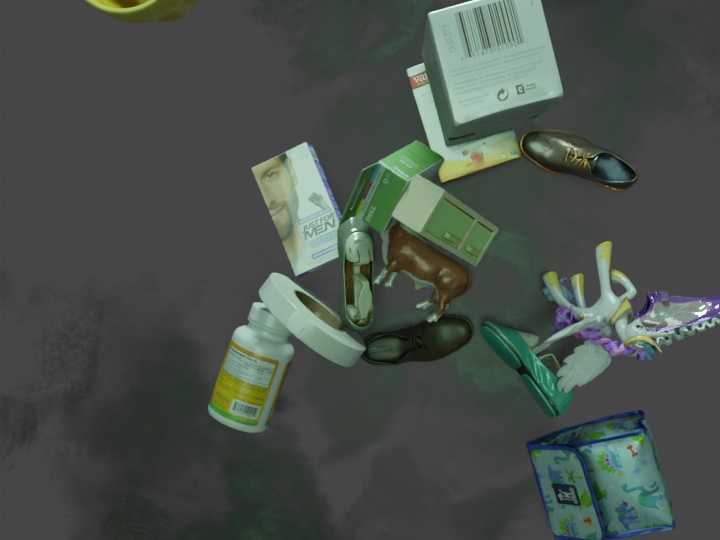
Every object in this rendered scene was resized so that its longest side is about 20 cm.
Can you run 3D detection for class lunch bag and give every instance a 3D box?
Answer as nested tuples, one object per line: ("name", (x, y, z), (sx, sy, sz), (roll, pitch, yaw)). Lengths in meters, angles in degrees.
("lunch bag", (0.385, 0.339, 1.272), (0.198, 0.127, 0.172), (-16, 92, 21))

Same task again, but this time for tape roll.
("tape roll", (-0.078, 0.079, 1.279), (0.202, 0.203, 0.037), (40, 96, 4))

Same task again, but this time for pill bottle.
("pill bottle", (-0.178, 0.163, 1.342), (0.110, 0.111, 0.202), (21, 95, 6))

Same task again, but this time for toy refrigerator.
("toy refrigerator", (0.140, -0.075, 1.241), (0.070, 0.199, 0.076), (35, 96, 35))

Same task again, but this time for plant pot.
("plant pot", (-0.355, -0.500, 1.301), (0.198, 0.189, 0.204), (0, 92, 7))

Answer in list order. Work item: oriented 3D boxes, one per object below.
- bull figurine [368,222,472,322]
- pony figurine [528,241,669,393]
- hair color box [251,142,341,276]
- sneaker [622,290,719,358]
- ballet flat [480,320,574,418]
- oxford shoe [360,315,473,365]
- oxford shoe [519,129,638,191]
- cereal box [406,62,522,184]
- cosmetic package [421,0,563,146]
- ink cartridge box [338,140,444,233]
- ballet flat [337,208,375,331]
("bull figurine", (0.089, -0.008, 1.323), (0.199, 0.065, 0.122), (35, 102, 10))
("pony figurine", (0.360, 0.080, 1.232), (0.192, 0.166, 0.201), (-30, 49, 18))
("hair color box", (-0.096, -0.103, 1.345), (0.108, 0.065, 0.202), (-23, 87, 8))
("sneaker", (0.505, 0.067, 1.264), (0.198, 0.080, 0.089), (-23, 81, 9))
("ballet flat", (0.283, 0.150, 1.309), (0.070, 0.067, 0.201), (-38, 87, -17))
("oxford shoe", (0.095, 0.125, 1.318), (0.198, 0.084, 0.074), (-16, 88, 7))
("oxford shoe", (0.356, -0.186, 1.273), (0.198, 0.073, 0.072), (18, 95, 7))
("cereal box", (0.172, -0.262, 1.312), (0.142, 0.040, 0.202), (-18, 90, 7))
("cosmetic package", (0.192, -0.301, 1.189), (0.163, 0.200, 0.167), (-14, 89, 3))
("ink cartridge box", (0.052, -0.127, 1.241), (0.059, 0.200, 0.104), (35, 123, 12))
("ballet flat", (0.000, 0.000, 1.282), (0.067, 0.064, 0.203), (-2, 94, -22))
